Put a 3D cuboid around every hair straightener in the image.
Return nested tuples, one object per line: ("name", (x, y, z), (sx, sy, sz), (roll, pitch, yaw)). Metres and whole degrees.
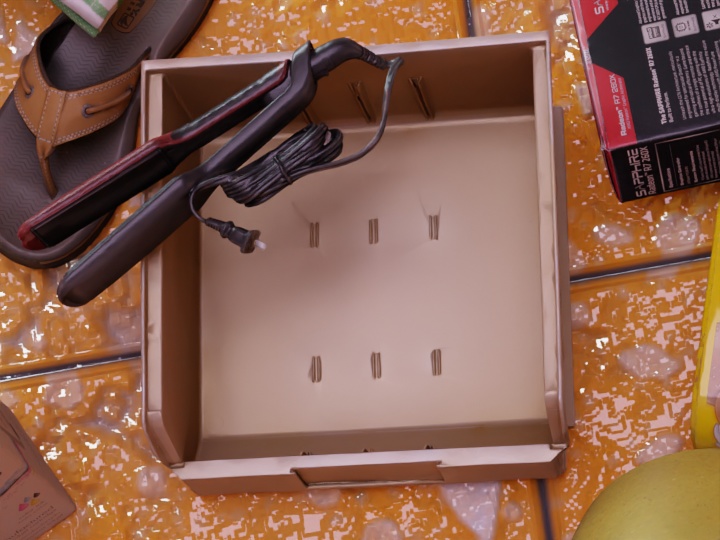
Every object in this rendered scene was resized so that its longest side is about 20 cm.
("hair straightener", (-0.059, -0.040, 1.322), (0.200, 0.041, 0.077), (-32, 71, -5))

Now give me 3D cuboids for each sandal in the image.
("sandal", (-0.137, -0.097, 1.435), (0.082, 0.055, 0.200), (28, 80, 16))

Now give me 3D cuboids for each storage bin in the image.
("storage bin", (0.000, 0.000, 1.363), (0.199, 0.094, 0.199), (-3, 73, 8))

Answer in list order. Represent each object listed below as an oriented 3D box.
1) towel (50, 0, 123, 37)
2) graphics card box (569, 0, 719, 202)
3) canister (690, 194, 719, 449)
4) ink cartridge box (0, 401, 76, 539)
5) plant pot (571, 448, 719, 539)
("towel", (-0.135, -0.237, 1.440), (0.152, 0.023, 0.200), (39, 65, -10))
("graphics card box", (0.208, -0.113, 1.369), (0.199, 0.051, 0.126), (-13, 53, 6))
("canister", (0.262, 0.032, 1.314), (0.199, 0.087, 0.149), (6, 74, 13))
("ink cartridge box", (-0.219, 0.100, 1.313), (0.116, 0.200, 0.068), (-36, 71, -2))
("plant pot", (0.159, 0.165, 1.252), (0.199, 0.200, 0.142), (-17, 45, 4))
